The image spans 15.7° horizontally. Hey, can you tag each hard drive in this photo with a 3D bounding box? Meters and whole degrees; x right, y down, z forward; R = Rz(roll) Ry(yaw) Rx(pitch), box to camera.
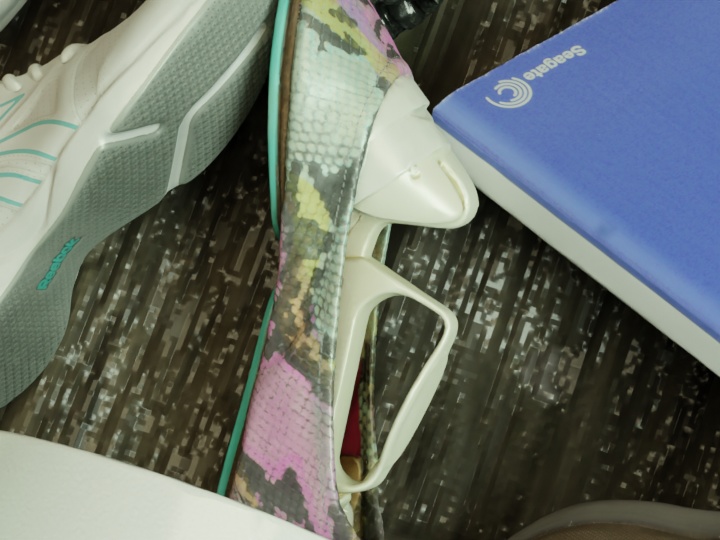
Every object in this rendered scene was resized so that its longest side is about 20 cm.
[{"bbox_3d":[0.137,-0.022,0.848,0.132,0.025,0.200,-30,52,-28],"label":"hard drive"}]

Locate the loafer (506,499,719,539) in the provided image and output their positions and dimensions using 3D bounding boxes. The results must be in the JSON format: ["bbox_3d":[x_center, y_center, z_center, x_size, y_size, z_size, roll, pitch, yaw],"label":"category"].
[{"bbox_3d":[0.097,0.113,0.788,0.071,0.199,0.073,-46,111,-42],"label":"loafer"}]

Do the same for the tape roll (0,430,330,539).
[{"bbox_3d":[-0.061,0.149,0.768,0.202,0.203,0.140,19,76,7],"label":"tape roll"}]

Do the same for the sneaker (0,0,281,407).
[{"bbox_3d":[-0.107,-0.040,0.865,0.200,0.070,0.080,-47,66,18],"label":"sneaker"}]

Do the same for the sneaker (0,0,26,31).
[{"bbox_3d":[-0.207,-0.101,0.900,0.199,0.100,0.075,-11,71,-3],"label":"sneaker"}]

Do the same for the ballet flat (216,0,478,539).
[{"bbox_3d":[0.000,0.000,0.854,0.071,0.069,0.201,10,96,19],"label":"ballet flat"}]

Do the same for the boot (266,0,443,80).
[{"bbox_3d":[0.003,-0.166,0.920,0.210,0.079,0.158,-28,67,5],"label":"boot"}]
